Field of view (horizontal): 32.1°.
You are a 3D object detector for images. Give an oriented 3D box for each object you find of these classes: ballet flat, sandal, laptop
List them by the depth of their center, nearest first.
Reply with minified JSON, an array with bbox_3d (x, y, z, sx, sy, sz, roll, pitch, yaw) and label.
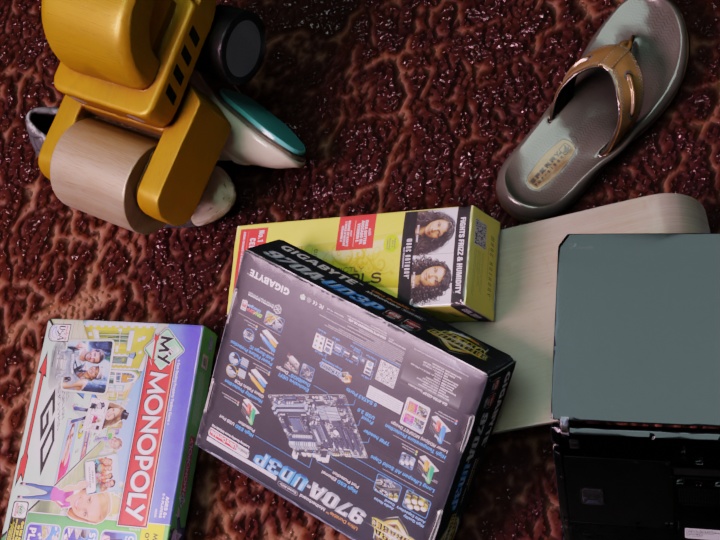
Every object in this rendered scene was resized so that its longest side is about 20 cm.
[{"bbox_3d":[0.213,0.087,0.786,0.176,0.201,0.104,1,38,18],"label":"laptop"},{"bbox_3d":[0.169,-0.124,0.917,0.082,0.055,0.200,40,86,25],"label":"sandal"},{"bbox_3d":[-0.189,-0.082,1.010,0.199,0.057,0.067,19,77,22],"label":"ballet flat"},{"bbox_3d":[-0.119,-0.130,1.010,0.069,0.069,0.200,-41,62,-1],"label":"ballet flat"}]

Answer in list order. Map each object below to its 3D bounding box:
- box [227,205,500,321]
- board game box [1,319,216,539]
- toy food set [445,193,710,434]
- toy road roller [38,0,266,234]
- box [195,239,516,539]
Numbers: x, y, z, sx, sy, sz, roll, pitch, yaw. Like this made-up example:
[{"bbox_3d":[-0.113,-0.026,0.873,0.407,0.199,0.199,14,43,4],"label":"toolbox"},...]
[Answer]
[{"bbox_3d":[0.000,0.000,0.898,0.199,0.050,0.076,-3,73,32],"label":"box"},{"bbox_3d":[-0.189,0.138,0.935,0.134,0.029,0.201,1,70,18],"label":"board game box"},{"bbox_3d":[0.150,0.039,0.867,0.199,0.060,0.145,-13,67,21],"label":"toy food set"},{"bbox_3d":[-0.174,-0.141,0.915,0.122,0.146,0.201,19,85,28],"label":"toy road roller"},{"bbox_3d":[-0.010,0.091,0.853,0.199,0.046,0.160,26,113,24],"label":"box"}]
